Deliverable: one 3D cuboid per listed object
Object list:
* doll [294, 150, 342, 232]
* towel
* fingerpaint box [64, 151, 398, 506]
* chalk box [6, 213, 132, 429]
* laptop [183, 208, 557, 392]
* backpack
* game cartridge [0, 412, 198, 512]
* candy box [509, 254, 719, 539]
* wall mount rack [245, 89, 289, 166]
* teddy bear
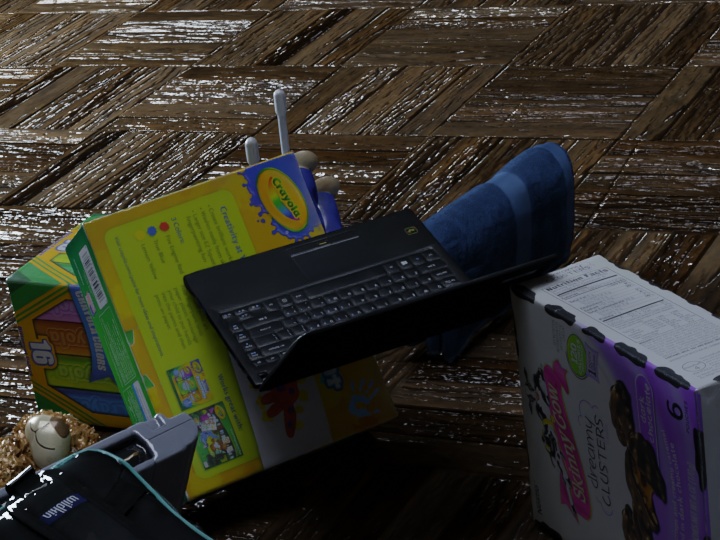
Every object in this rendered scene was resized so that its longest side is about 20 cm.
[{"bbox_3d":[-0.020,0.006,1.581,0.048,0.136,0.201,-27,50,15],"label":"doll"},{"bbox_3d":[0.105,-0.018,1.591,0.048,0.113,0.199,20,36,32],"label":"towel"},{"bbox_3d":[-0.090,0.042,1.420,0.166,0.202,0.073,-21,-6,-22],"label":"fingerpaint box"},{"bbox_3d":[-0.144,0.041,1.543,0.198,0.125,0.125,3,26,29],"label":"chalk box"},{"bbox_3d":[0.000,0.000,1.310,0.176,0.104,0.200,-16,40,-20],"label":"laptop"},{"bbox_3d":[-0.144,0.212,1.113,0.175,0.155,0.199,-27,30,-34],"label":"backpack"},{"bbox_3d":[-0.190,0.172,1.257,0.199,0.134,0.041,-25,60,-34],"label":"game cartridge"},{"bbox_3d":[0.174,0.103,1.213,0.071,0.169,0.200,-18,24,-22],"label":"candy box"},{"bbox_3d":[-0.096,-0.045,1.682,0.074,0.174,0.200,34,25,-7],"label":"wall mount rack"},{"bbox_3d":[-0.268,0.152,1.415,0.198,0.067,0.145,-14,26,-7],"label":"teddy bear"}]
